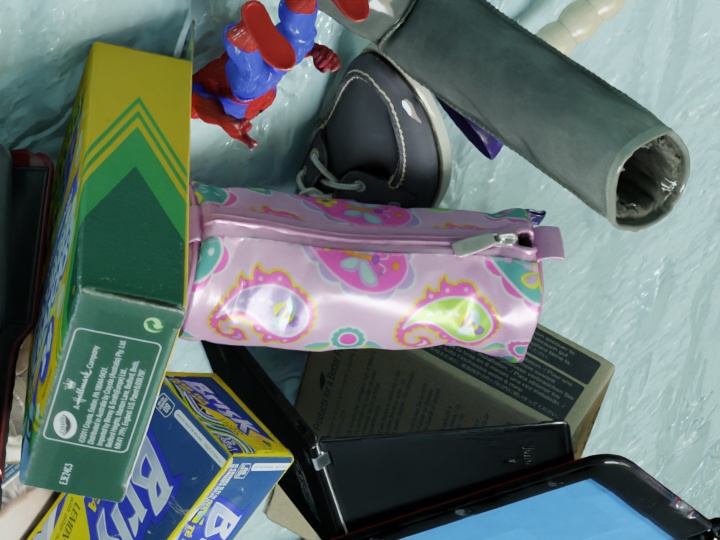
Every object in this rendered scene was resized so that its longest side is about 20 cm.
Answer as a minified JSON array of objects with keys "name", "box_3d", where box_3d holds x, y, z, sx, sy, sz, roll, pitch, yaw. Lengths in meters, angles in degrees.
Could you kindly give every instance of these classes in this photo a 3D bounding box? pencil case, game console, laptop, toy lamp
[{"name":"pencil case","box_3d":[0.000,0.000,1.399,0.198,0.088,0.088,4,137,-11]},{"name":"game console","box_3d":[0.103,0.199,1.491,0.199,0.174,0.118,-20,174,30]},{"name":"laptop","box_3d":[0.015,0.085,1.501,0.116,0.200,0.188,-34,153,-11]},{"name":"toy lamp","box_3d":[0.129,-0.147,1.501,0.200,0.058,0.058,-40,154,-4]}]

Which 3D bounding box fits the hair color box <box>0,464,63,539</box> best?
[{"name":"hair color box","box_3d":[-0.189,0.141,1.459,0.100,0.061,0.200,-40,153,-9]}]

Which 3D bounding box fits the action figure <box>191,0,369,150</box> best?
[{"name":"action figure","box_3d":[-0.045,-0.093,1.267,0.065,0.052,0.200,-40,-176,-15]}]

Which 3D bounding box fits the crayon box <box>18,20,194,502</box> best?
[{"name":"crayon box","box_3d":[-0.116,-0.012,1.254,0.051,0.201,0.126,11,131,-12]}]

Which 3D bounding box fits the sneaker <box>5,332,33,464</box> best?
[{"name":"sneaker","box_3d":[-0.193,0.053,1.295,0.199,0.070,0.076,3,96,-47]}]

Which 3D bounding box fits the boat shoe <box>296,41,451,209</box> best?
[{"name":"boat shoe","box_3d":[-0.001,-0.042,1.448,0.063,0.073,0.200,-35,157,-24]}]

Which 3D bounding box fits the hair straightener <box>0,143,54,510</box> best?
[{"name":"hair straightener","box_3d":[-0.184,0.039,1.228,0.077,0.041,0.202,16,83,-62]}]

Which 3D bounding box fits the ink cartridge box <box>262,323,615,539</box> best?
[{"name":"ink cartridge box","box_3d":[0.043,0.101,1.606,0.075,0.164,0.201,-51,164,-41]}]

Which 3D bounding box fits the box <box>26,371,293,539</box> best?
[{"name":"box","box_3d":[-0.125,0.148,1.410,0.200,0.070,0.064,-53,155,17]}]

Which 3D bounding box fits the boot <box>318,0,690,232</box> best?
[{"name":"boot","box_3d":[0.050,-0.100,1.287,0.073,0.200,0.181,-51,153,16]}]
